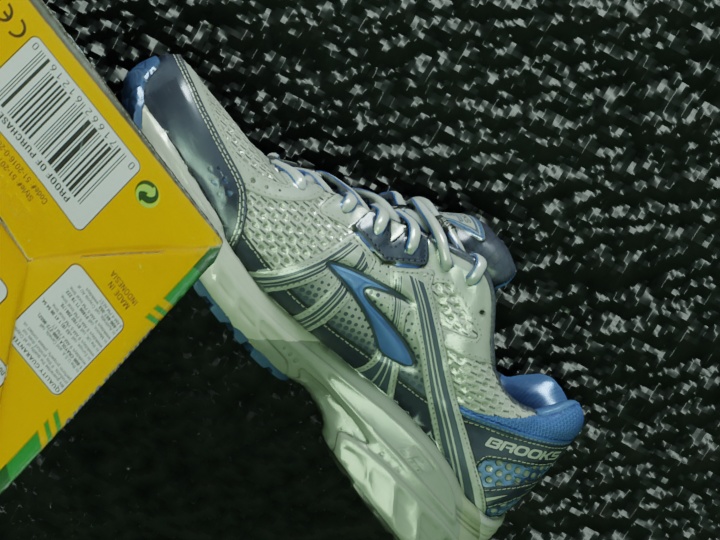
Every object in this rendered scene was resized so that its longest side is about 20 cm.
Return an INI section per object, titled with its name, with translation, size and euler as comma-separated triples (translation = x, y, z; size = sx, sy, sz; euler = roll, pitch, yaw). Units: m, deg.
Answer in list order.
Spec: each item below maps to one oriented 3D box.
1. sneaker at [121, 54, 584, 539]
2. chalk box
[sneaker]
translation = 0.000, 0.000, 0.874
size = 0.085, 0.077, 0.200
euler = -36, 113, 4
[chalk box]
translation = -0.166, 0.002, 0.823
size = 0.200, 0.124, 0.125
euler = -19, 113, 48
